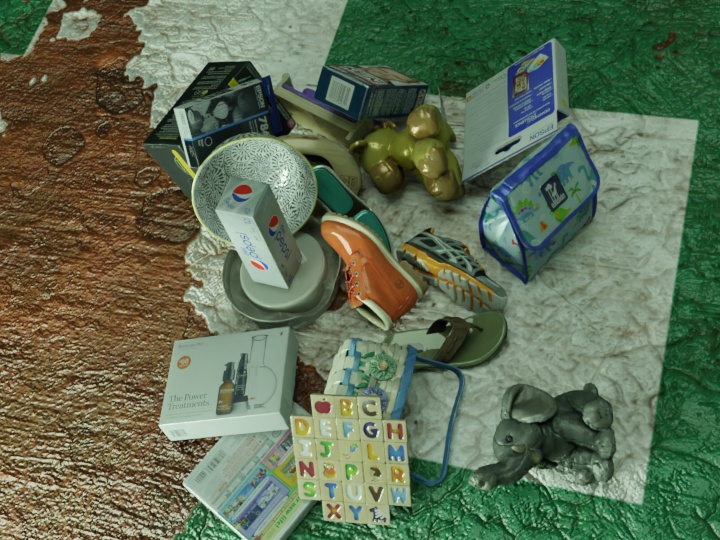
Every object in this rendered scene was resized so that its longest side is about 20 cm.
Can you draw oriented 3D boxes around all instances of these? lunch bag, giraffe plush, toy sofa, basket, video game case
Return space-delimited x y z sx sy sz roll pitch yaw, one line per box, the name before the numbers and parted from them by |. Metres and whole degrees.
lunch bag | 0.268 -0.107 1.605 0.170 0.201 0.127 -42 59 -15
giraffe plush | 0.069 -0.192 1.740 0.159 0.173 0.203 -16 51 15
toy sofa | -0.058 -0.273 1.853 0.198 0.083 0.098 29 70 27
basket | 0.045 0.196 1.521 0.197 0.139 0.179 21 62 -14
video game case | -0.135 0.291 1.564 0.181 0.022 0.200 32 70 28

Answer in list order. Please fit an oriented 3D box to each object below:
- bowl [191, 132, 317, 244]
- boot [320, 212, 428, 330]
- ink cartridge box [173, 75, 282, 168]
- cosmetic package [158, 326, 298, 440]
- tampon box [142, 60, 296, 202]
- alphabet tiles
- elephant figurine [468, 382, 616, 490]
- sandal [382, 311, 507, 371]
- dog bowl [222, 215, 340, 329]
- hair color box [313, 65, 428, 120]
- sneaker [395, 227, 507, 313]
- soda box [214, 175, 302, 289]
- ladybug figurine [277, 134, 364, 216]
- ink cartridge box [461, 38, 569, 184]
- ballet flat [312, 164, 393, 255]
bowl | -0.170 -0.146 1.681 0.197 0.203 0.095 -17 40 2
boot | 0.000 0.000 1.640 0.199 0.075 0.107 41 70 3
ink cartridge box | -0.203 -0.245 1.730 0.198 0.101 0.039 -29 24 -35
cosmetic package | -0.198 0.171 1.617 0.196 0.052 0.153 -8 50 15
tampon box | -0.239 -0.232 1.810 0.125 0.150 0.201 10 58 48
alphabet tiles | -0.013 0.261 1.464 0.163 0.204 0.006 1 22 15
elephant figurine | 0.239 0.222 1.445 0.196 0.155 0.145 -1 80 2
sandal | 0.124 0.106 1.594 0.197 0.058 0.081 -13 57 5
dog bowl | -0.121 0.006 1.712 0.196 0.059 0.203 -6 59 9
hair color box | 0.021 -0.302 1.792 0.099 0.199 0.061 29 113 26
sneaker | 0.149 -0.006 1.648 0.198 0.079 0.077 32 61 26
soda box | -0.150 -0.054 1.601 0.067 0.201 0.064 12 62 21
ladybug figurine | -0.090 -0.161 1.776 0.196 0.138 0.072 7 17 -1
ink cartridge box | 0.250 -0.249 1.723 0.196 0.047 0.203 -27 46 39
ballet flat | -0.015 -0.089 1.723 0.069 0.069 0.201 -41 95 -14
